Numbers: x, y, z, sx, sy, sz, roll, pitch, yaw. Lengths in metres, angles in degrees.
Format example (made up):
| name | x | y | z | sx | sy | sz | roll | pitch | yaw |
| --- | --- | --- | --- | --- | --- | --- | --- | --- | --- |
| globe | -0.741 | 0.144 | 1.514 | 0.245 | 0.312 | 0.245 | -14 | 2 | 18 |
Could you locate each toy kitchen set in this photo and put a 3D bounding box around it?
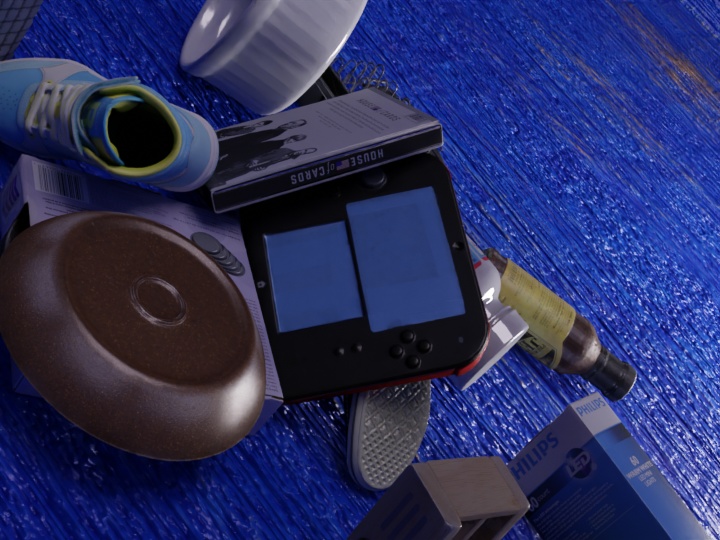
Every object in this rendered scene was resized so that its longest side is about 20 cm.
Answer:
| name | x | y | z | sx | sy | sz | roll | pitch | yaw |
| --- | --- | --- | --- | --- | --- | --- | --- | --- | --- |
| toy kitchen set | 0.024 | 0.241 | 0.625 | 0.162 | 0.181 | 0.201 | 4 | 43 | -43 |

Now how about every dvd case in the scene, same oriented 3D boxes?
| name | x | y | z | sx | sy | sz | roll | pitch | yaw |
| --- | --- | --- | --- | --- | --- | --- | --- | --- | --- |
| dvd case | -0.049 | -0.106 | 0.964 | 0.197 | 0.025 | 0.150 | -17 | 25 | -16 |

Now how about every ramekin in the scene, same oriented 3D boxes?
| name | x | y | z | sx | sy | sz | roll | pitch | yaw |
| --- | --- | --- | --- | --- | --- | --- | --- | --- | --- |
| ramekin | -0.078 | -0.248 | 1.109 | 0.097 | 0.200 | 0.202 | 35 | 31 | -24 |

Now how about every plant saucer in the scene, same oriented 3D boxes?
| name | x | y | z | sx | sy | sz | roll | pitch | yaw |
| --- | --- | --- | --- | --- | --- | --- | --- | --- | --- |
| plant saucer | -0.139 | 0.029 | 0.754 | 0.198 | 0.037 | 0.202 | 27 | 36 | -21 |

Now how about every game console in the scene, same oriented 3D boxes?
| name | x | y | z | sx | sy | sz | roll | pitch | yaw |
| --- | --- | --- | --- | --- | --- | --- | --- | --- | --- |
| game console | 0.000 | 0.000 | 0.900 | 0.174 | 0.031 | 0.203 | -8 | 59 | -6 |

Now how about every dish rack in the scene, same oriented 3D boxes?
| name | x | y | z | sx | sy | sz | roll | pitch | yaw |
| --- | --- | --- | --- | --- | --- | --- | --- | --- | --- |
| dish rack | 0.016 | -0.172 | 1.251 | 0.198 | 0.055 | 0.154 | -2 | 53 | -50 |

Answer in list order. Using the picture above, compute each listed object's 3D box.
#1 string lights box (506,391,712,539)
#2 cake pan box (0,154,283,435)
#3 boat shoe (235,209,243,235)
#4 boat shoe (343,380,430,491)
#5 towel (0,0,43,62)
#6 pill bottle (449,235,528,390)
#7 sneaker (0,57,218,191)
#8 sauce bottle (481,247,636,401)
| name | x | y | z | sx | sy | sz | roll | pitch | yaw |
| --- | --- | --- | --- | --- | --- | --- | --- | --- | --- |
| string lights box | 0.212 | 0.214 | 0.945 | 0.059 | 0.103 | 0.201 | -10 | 58 | -51 |
| cake pan box | -0.161 | 0.017 | 0.824 | 0.198 | 0.052 | 0.186 | 16 | 38 | -37 |
| boat shoe | -0.063 | -0.033 | 0.974 | 0.070 | 0.070 | 0.202 | 24 | 35 | -27 |
| boat shoe | 0.014 | 0.080 | 0.918 | 0.074 | 0.062 | 0.203 | 27 | 54 | -34 |
| towel | -0.301 | -0.216 | 0.810 | 0.086 | 0.201 | 0.165 | 45 | 30 | 9 |
| pill bottle | 0.053 | 0.003 | 1.022 | 0.200 | 0.109 | 0.108 | 49 | 32 | 11 |
| sneaker | -0.204 | -0.114 | 0.828 | 0.197 | 0.081 | 0.131 | 14 | 1 | 2 |
| sauce bottle | 0.189 | 0.059 | 1.148 | 0.199 | 0.065 | 0.065 | 36 | 31 | -8 |
